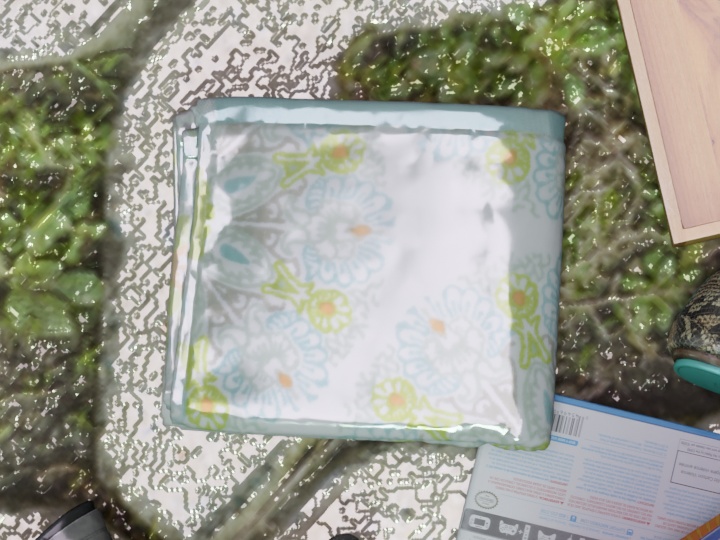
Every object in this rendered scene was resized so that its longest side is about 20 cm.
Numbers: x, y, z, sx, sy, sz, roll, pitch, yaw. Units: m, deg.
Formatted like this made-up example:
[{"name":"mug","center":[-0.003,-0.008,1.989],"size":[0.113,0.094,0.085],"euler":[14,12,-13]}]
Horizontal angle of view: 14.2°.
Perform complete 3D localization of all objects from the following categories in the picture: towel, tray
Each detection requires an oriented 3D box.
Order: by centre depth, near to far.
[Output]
[{"name":"towel","center":[0.000,0.000,1.434],"size":[0.199,0.048,0.172],"euler":[2,82,8]},{"name":"tray","center":[0.181,-0.120,1.437],"size":[0.098,0.037,0.200],"euler":[-13,84,4]}]

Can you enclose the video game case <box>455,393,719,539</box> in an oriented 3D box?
[{"name":"video game case","center":[0.112,0.168,1.433],"size":[0.143,0.018,0.200],"euler":[13,87,5]}]

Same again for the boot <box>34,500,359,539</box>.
[{"name":"boot","center":[-0.101,0.163,1.428],"size":[0.200,0.070,0.132],"euler":[-38,79,-3]}]

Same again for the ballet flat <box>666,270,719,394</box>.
[{"name":"ballet flat","center":[0.250,0.057,1.408],"size":[0.200,0.068,0.075],"euler":[28,77,9]}]

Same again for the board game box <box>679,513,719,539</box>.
[{"name":"board game box","center":[0.206,0.231,1.308],"size":[0.200,0.200,0.200],"euler":[-34,99,2]}]
